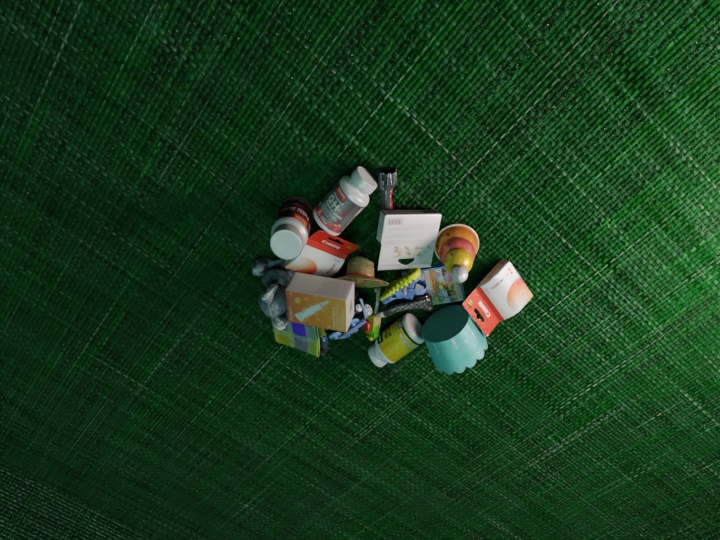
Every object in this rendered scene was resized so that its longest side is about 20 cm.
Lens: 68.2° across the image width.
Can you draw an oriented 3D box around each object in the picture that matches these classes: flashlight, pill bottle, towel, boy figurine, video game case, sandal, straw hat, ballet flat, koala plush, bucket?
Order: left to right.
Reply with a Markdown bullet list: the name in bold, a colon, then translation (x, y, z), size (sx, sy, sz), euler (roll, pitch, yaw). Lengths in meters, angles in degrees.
- **koala plush**: translation (-0.268, 0.075, 1.721), size (0.178, 0.202, 0.181), euler (-7, 122, 9)
- **pill bottle**: translation (-0.205, -0.128, 1.589), size (0.110, 0.202, 0.117), euler (2, 124, 3)
- **towel**: translation (-0.231, 0.223, 1.876), size (0.195, 0.023, 0.147), euler (16, 126, 24)
- **boy figurine**: translation (-0.149, 0.206, 1.876), size (0.120, 0.065, 0.205), euler (5, 125, 9)
- **pill bottle**: translation (-0.043, -0.208, 1.579), size (0.110, 0.112, 0.200), euler (37, 118, -18)
- **straw hat**: translation (0.000, 0.000, 1.717), size (0.194, 0.201, 0.088), euler (2, 82, 3)
- **flashlight**: translation (0.089, -0.205, 1.603), size (0.066, 0.068, 0.205), euler (3, 118, 8)
- **pill bottle**: translation (0.122, 0.248, 1.850), size (0.112, 0.114, 0.199), euler (41, 116, -20)
- **sandal**: translation (0.142, 0.066, 1.735), size (0.087, 0.080, 0.199), euler (44, 134, -13)
- **ballet flat**: translation (0.147, 0.129, 1.771), size (0.194, 0.066, 0.058), euler (-16, 97, 8)
- **video game case**: translation (0.244, 0.051, 1.773), size (0.194, 0.018, 0.146), euler (-8, 120, 10)
- **bucket**: translation (0.308, 0.224, 1.772), size (0.203, 0.209, 0.137), euler (-23, 117, 18)

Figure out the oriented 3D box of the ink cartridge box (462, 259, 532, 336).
- **ink cartridge box**: translation (0.440, 0.091, 1.700), size (0.200, 0.050, 0.163), euler (-47, 114, -10)

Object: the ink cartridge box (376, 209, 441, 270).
- **ink cartridge box**: translation (0.142, -0.094, 1.618), size (0.194, 0.044, 0.178), euler (-3, 118, -24)

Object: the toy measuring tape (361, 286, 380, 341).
- **toy measuring tape**: translation (0.036, 0.147, 1.829), size (0.071, 0.074, 0.206), euler (3, 110, 3)

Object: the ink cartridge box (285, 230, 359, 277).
- **ink cartridge box**: translation (-0.120, -0.041, 1.663), size (0.159, 0.052, 0.198), euler (21, 148, -33)

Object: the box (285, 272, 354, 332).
- **box**: translation (-0.123, 0.097, 1.647), size (0.194, 0.098, 0.127), euler (9, 125, 12)

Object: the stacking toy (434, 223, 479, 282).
- **stacking toy**: translation (0.297, -0.036, 1.605), size (0.141, 0.202, 0.150), euler (2, 123, 3)

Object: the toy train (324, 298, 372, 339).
- **toy train**: translation (-0.041, 0.165, 1.789), size (0.112, 0.089, 0.199), euler (-1, 152, -42)

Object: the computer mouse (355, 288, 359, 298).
- **computer mouse**: translation (-0.103, 0.105, 1.776), size (0.196, 0.047, 0.141), euler (11, 136, -36)
